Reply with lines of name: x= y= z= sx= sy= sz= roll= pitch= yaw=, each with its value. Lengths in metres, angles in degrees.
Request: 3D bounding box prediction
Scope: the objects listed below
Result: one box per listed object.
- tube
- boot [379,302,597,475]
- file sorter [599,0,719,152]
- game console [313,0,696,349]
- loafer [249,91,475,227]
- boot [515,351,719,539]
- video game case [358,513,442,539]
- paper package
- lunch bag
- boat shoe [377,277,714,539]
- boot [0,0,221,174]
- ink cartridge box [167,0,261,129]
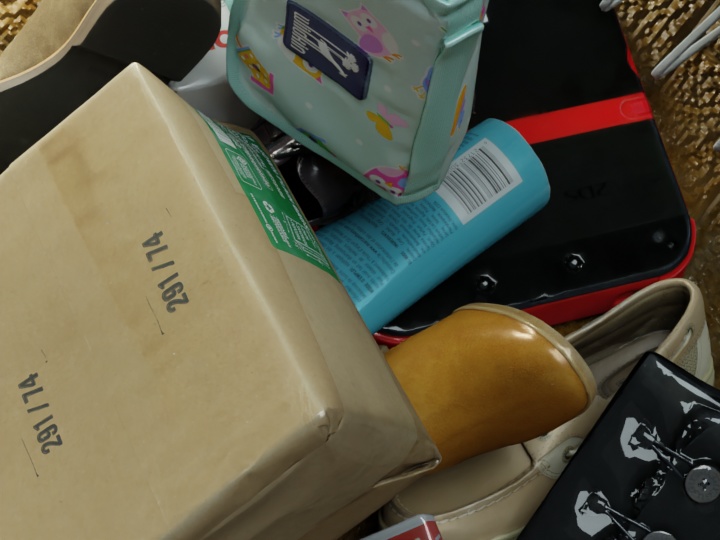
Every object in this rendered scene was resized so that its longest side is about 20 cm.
tube: x=0.000 y=0.000 z=1.343 sx=0.200 sy=0.051 sz=0.077 roll=-34 pitch=46 yaw=-22
boot: x=0.005 y=0.087 z=1.272 sx=0.144 sy=0.201 sz=0.071 roll=-44 pitch=107 yaw=-29
file sorter: x=0.237 y=-0.114 z=1.430 sx=0.139 sy=0.125 sz=0.200 roll=-37 pitch=85 yaw=-35
game console: x=0.058 y=-0.054 z=1.424 sx=0.199 sy=0.031 sz=0.178 roll=-13 pitch=71 yaw=-20
loafer: x=-0.033 y=-0.037 z=1.328 sx=0.199 sy=0.072 sz=0.063 roll=-24 pitch=46 yaw=10
boot: x=0.139 y=0.160 z=1.315 sx=0.165 sy=0.066 sz=0.201 roll=36 pitch=83 yaw=-14
video game case: x=0.003 y=0.228 z=1.275 sx=0.142 sy=0.017 sz=0.201 roll=-24 pitch=78 yaw=16
paper package: x=-0.095 y=0.050 z=1.230 sx=0.190 sy=0.103 sz=0.201 roll=-38 pitch=59 yaw=13
lunch bag: x=-0.001 y=-0.147 z=1.234 sx=0.121 sy=0.171 sz=0.201 roll=-11 pitch=62 yaw=-14
boat shoe: x=0.086 y=0.067 z=1.356 sx=0.200 sy=0.065 sz=0.071 roll=-33 pitch=45 yaw=-29
boot: x=-0.126 y=-0.102 z=1.306 sx=0.073 sy=0.200 sz=0.076 roll=22 pitch=50 yaw=-31
ink cartridge box: x=-0.054 y=-0.166 z=1.381 sx=0.144 sy=0.084 sz=0.201 roll=-12 pitch=70 yaw=-15
